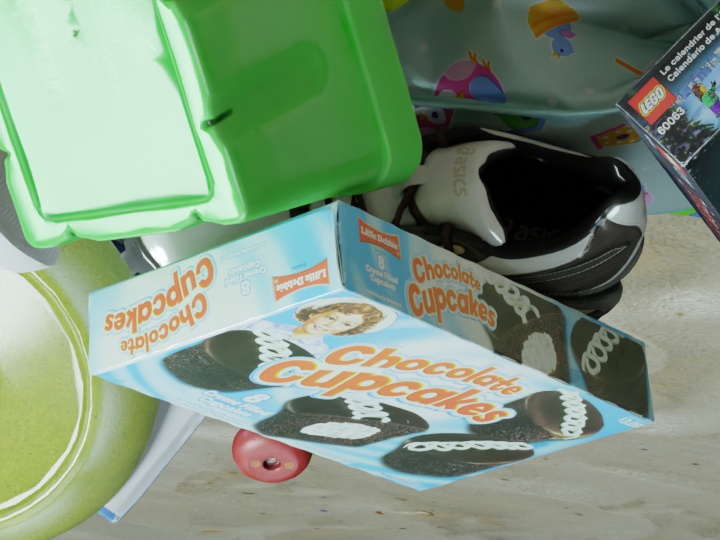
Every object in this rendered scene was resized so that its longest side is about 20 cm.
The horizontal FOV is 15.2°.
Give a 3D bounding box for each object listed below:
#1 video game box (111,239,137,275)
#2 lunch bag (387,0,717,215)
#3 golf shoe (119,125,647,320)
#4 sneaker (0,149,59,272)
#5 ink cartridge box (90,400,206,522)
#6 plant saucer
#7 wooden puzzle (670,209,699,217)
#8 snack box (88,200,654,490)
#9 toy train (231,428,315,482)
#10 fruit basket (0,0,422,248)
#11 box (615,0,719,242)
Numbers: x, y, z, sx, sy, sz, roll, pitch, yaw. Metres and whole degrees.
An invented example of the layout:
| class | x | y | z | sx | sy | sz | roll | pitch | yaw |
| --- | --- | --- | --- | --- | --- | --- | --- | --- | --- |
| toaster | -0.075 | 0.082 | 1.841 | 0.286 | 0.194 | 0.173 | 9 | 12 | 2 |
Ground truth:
| class | x | y | z | sx | sy | sz | roll | pitch | yaw |
| --- | --- | --- | --- | --- | --- | --- | --- | --- | --- |
| video game box | -0.109 | -0.045 | 1.233 | 0.200 | 0.047 | 0.182 | 36 | 158 | -22 |
| lunch bag | 0.079 | -0.087 | 1.099 | 0.200 | 0.122 | 0.170 | 4 | 164 | 17 |
| golf shoe | 0.011 | -0.026 | 1.014 | 0.200 | 0.078 | 0.094 | -1 | 158 | -10 |
| sneaker | -0.216 | -0.042 | 1.117 | 0.116 | 0.074 | 0.200 | -20 | 148 | 18 |
| ink cartridge box | -0.147 | 0.031 | 1.368 | 0.145 | 0.084 | 0.200 | 38 | -171 | -6 |
| plant saucer | -0.193 | 0.047 | 1.251 | 0.200 | 0.200 | 0.031 | 0 | -160 | 8 |
| wooden puzzle | 0.148 | -0.062 | 1.299 | 0.185 | 0.046 | 0.200 | 8 | 163 | -18 |
| snack box | 0.008 | 0.033 | 1.008 | 0.116 | 0.037 | 0.200 | -20 | 153 | 33 |
| toy train | 0.000 | 0.000 | 1.113 | 0.116 | 0.085 | 0.200 | -2 | 136 | 2 |
| fruit basket | -0.046 | -0.122 | 0.950 | 0.155 | 0.216 | 0.216 | -7 | 161 | 30 |
| box | 0.182 | -0.068 | 1.033 | 0.137 | 0.038 | 0.200 | -45 | 154 | 2 |
